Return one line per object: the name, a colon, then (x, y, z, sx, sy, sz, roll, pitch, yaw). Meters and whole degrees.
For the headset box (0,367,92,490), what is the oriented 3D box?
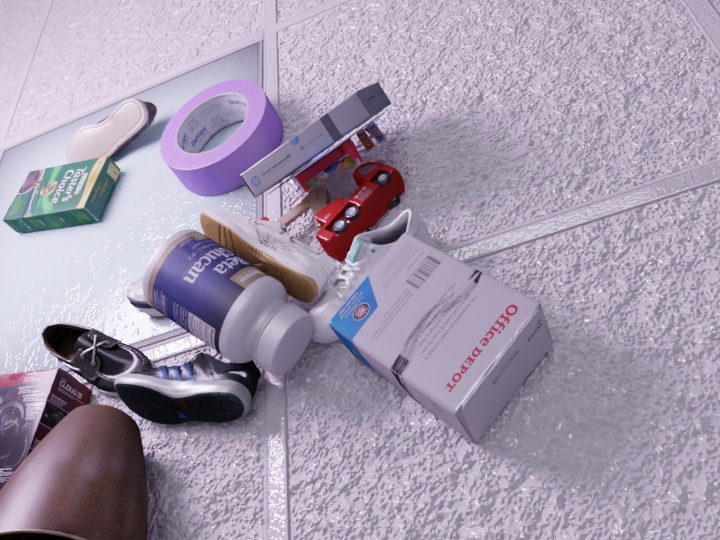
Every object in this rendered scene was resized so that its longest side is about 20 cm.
headset box: (-0.458, 0.223, 0.927, 0.146, 0.078, 0.203, -9, 52, 19)

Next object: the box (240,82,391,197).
box: (-0.058, -0.185, 0.977, 0.198, 0.041, 0.156, -32, 9, 21)

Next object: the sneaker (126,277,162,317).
sneaker: (-0.254, 0.003, 0.984, 0.197, 0.086, 0.078, -14, 51, 18)

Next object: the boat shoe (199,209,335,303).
boat shoe: (-0.119, -0.031, 0.901, 0.198, 0.071, 0.069, 30, 54, 20)

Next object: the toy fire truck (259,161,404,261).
toy fire truck: (-0.047, -0.078, 0.966, 0.140, 0.049, 0.200, 26, 68, 41)

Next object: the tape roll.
tape roll: (-0.230, -0.222, 1.154, 0.197, 0.066, 0.203, -13, 50, 16)

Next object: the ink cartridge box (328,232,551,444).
ink cartridge box: (0.086, 0.068, 0.768, 0.199, 0.085, 0.145, 31, 74, 40)

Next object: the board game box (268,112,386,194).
board game box: (-0.040, -0.148, 0.980, 0.199, 0.039, 0.158, -25, 14, 46)

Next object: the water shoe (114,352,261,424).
water shoe: (-0.216, 0.147, 0.883, 0.197, 0.072, 0.079, 1, 35, 22)

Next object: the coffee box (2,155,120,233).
coffee box: (-0.535, -0.136, 1.254, 0.197, 0.044, 0.125, -4, 54, 24)

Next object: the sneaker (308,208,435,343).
sneaker: (0.000, 0.000, 0.859, 0.200, 0.089, 0.075, -42, 50, -7)

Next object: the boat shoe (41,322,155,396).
boat shoe: (-0.366, 0.120, 0.966, 0.197, 0.068, 0.072, 15, 61, 32)

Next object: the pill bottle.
pill bottle: (-0.158, 0.041, 0.848, 0.198, 0.112, 0.112, 29, 71, 20)

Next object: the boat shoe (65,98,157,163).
boat shoe: (-0.461, -0.253, 1.294, 0.198, 0.073, 0.060, -30, 6, 20)

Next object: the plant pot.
plant pot: (-0.315, 0.258, 0.782, 0.184, 0.188, 0.201, -19, 35, 12)
